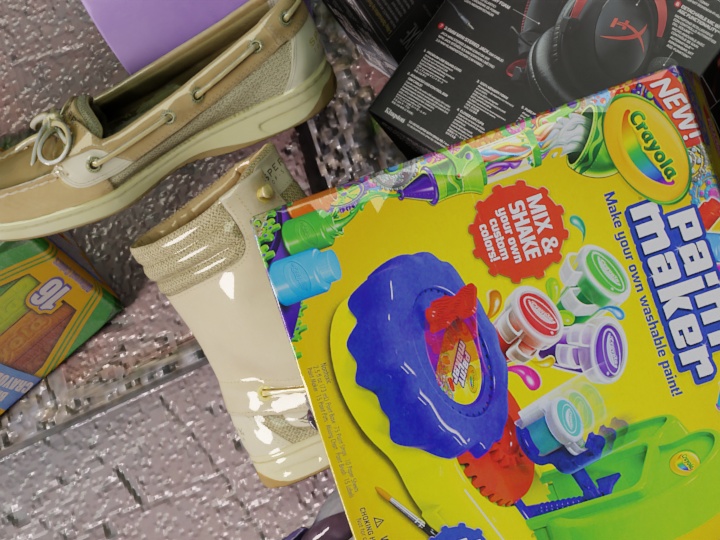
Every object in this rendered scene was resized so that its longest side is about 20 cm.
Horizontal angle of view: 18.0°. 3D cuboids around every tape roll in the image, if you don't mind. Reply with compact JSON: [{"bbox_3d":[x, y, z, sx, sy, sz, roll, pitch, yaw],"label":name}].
[{"bbox_3d":[-0.105,-0.190,1.218,0.084,0.200,0.201,-25,63,10],"label":"tape roll"}]

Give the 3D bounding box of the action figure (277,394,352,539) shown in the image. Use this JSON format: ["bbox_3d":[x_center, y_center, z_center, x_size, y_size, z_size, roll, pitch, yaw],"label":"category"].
[{"bbox_3d":[0.011,0.114,1.103,0.130,0.069,0.200,38,101,-10],"label":"action figure"}]

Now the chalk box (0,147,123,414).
[{"bbox_3d":[-0.256,0.024,1.237,0.200,0.124,0.124,-42,61,3],"label":"chalk box"}]

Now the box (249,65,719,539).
[{"bbox_3d":[0.083,0.039,0.971,0.191,0.122,0.202,-20,88,13],"label":"box"}]

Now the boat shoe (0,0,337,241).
[{"bbox_3d":[-0.112,-0.079,1.134,0.199,0.063,0.073,-22,31,1],"label":"boat shoe"}]

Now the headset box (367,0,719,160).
[{"bbox_3d":[0.124,-0.116,1.169,0.148,0.075,0.201,32,84,28],"label":"headset box"}]

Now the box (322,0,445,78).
[{"bbox_3d":[0.038,-0.195,1.164,0.050,0.200,0.158,36,86,26],"label":"box"}]

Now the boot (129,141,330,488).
[{"bbox_3d":[0.000,0.000,1.134,0.199,0.073,0.156,-28,101,14],"label":"boot"}]
